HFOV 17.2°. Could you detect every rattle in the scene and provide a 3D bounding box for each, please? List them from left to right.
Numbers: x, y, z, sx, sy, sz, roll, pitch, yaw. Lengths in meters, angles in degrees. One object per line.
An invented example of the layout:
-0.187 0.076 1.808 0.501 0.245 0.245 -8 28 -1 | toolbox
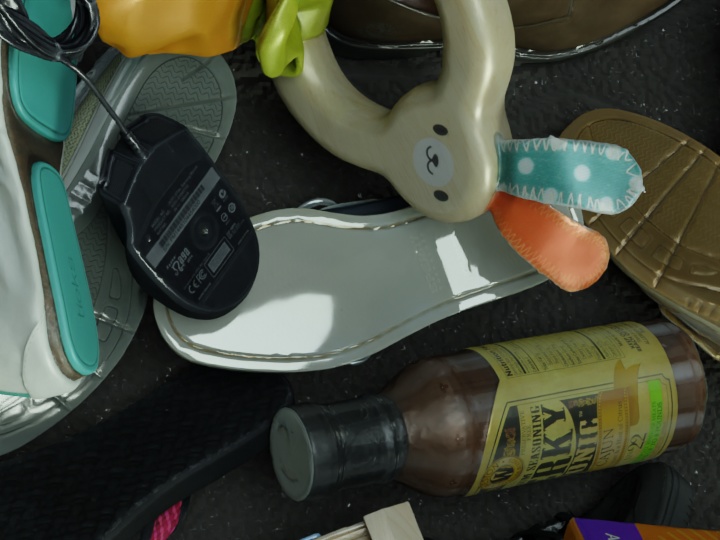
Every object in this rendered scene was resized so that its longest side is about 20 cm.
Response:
0.007 -0.063 0.962 0.201 0.130 0.143 58 26 7 | rattle

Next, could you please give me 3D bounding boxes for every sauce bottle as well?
0.056 0.065 1.038 0.199 0.065 0.065 -10 85 -27 | sauce bottle

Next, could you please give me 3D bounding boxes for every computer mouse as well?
-0.103 -0.056 0.941 0.059 0.034 0.201 -52 127 -28 | computer mouse

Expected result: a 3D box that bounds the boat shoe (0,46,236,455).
-0.127 -0.013 1.014 0.074 0.065 0.203 35 78 -34 | boat shoe

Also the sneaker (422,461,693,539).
0.053 0.143 1.042 0.104 0.060 0.200 40 79 -12 | sneaker

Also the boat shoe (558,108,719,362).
0.166 0.007 1.090 0.200 0.069 0.074 42 74 16 | boat shoe

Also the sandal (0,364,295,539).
-0.107 0.100 0.992 0.199 0.075 0.045 -28 134 -32 | sandal

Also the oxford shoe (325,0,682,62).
0.076 -0.135 1.077 0.198 0.084 0.073 -12 84 -20 | oxford shoe

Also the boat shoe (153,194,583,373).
0.000 0.000 1.045 0.199 0.062 0.075 -21 87 -20 | boat shoe

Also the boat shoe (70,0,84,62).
-0.211 -0.119 0.996 0.199 0.071 0.070 26 73 -19 | boat shoe

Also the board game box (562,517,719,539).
0.175 0.244 0.953 0.198 0.200 0.201 7 115 -16 | board game box

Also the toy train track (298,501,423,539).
-0.068 0.141 0.995 0.199 0.033 0.115 -20 75 -6 | toy train track

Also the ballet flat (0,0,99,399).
-0.147 -0.045 0.949 0.069 0.069 0.202 -1 72 -17 | ballet flat
